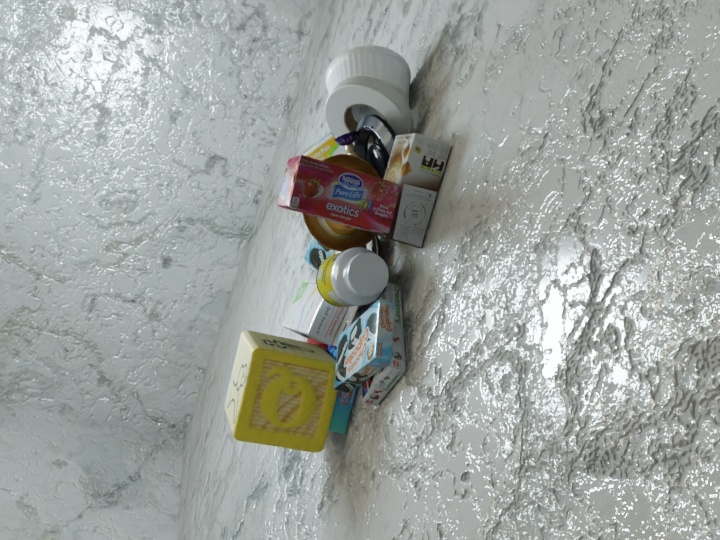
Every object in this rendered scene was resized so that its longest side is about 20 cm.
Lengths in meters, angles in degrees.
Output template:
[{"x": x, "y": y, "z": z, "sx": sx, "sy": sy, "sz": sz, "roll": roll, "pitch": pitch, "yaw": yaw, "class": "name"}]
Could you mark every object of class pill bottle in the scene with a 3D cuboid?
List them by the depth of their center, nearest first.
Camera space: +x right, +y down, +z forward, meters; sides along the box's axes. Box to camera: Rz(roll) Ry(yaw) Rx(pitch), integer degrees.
[{"x": -0.014, "y": 0.014, "z": 1.380, "sx": 0.200, "sy": 0.111, "sz": 0.113, "roll": 165, "pitch": 119, "yaw": -72, "class": "pill bottle"}]

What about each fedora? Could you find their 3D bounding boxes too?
[{"x": -0.023, "y": -0.139, "z": 1.419, "sx": 0.082, "sy": 0.199, "sz": 0.202, "roll": 180, "pitch": 105, "yaw": -70, "class": "fedora"}]

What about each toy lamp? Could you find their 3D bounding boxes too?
[{"x": -0.001, "y": -0.194, "z": 1.501, "sx": 0.202, "sy": 0.058, "sz": 0.058, "roll": 70, "pitch": 164, "yaw": -7, "class": "toy lamp"}]

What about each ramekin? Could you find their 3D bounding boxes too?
[{"x": 0.020, "y": -0.406, "z": 1.606, "sx": 0.201, "sy": 0.199, "sz": 0.098, "roll": 130, "pitch": 143, "yaw": -53, "class": "ramekin"}]

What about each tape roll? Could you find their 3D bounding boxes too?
[{"x": 0.018, "y": -0.330, "z": 1.532, "sx": 0.037, "sy": 0.202, "sz": 0.203, "roll": -61, "pitch": 8, "yaw": -34, "class": "tape roll"}]

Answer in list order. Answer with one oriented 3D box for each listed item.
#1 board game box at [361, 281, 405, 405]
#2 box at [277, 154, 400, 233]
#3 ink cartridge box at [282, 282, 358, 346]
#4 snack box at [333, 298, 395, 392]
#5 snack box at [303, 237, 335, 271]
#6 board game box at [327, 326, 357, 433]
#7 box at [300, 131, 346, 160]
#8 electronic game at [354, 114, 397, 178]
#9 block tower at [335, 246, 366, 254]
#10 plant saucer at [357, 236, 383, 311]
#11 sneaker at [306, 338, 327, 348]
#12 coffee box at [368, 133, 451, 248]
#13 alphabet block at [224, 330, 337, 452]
[{"x": 0.041, "y": 0.138, "z": 1.342, "sx": 0.127, "sy": 0.034, "sz": 0.201, "roll": 123, "pitch": 155, "yaw": -43, "class": "board game box"}, {"x": -0.041, "y": -0.138, "z": 1.282, "sx": 0.100, "sy": 0.198, "sz": 0.096, "roll": -165, "pitch": 89, "yaw": -70, "class": "box"}, {"x": -0.089, "y": 0.095, "z": 1.547, "sx": 0.200, "sy": 0.067, "sz": 0.118, "roll": 4, "pitch": 67, "yaw": 62, "class": "ink cartridge box"}, {"x": 0.005, "y": 0.146, "z": 1.322, "sx": 0.200, "sy": 0.037, "sz": 0.117, "roll": 133, "pitch": 147, "yaw": -54, "class": "snack box"}, {"x": -0.053, "y": -0.072, "z": 1.673, "sx": 0.037, "sy": 0.116, "sz": 0.201, "roll": -25, "pitch": -31, "yaw": -50, "class": "snack box"}, {"x": -0.045, "y": 0.230, "z": 1.515, "sx": 0.152, "sy": 0.045, "sz": 0.202, "roll": -160, "pitch": 84, "yaw": -73, "class": "board game box"}, {"x": -0.063, "y": -0.289, "z": 1.752, "sx": 0.199, "sy": 0.102, "sz": 0.113, "roll": -27, "pitch": 18, "yaw": 40, "class": "box"}, {"x": 0.044, "y": -0.232, "z": 1.492, "sx": 0.200, "sy": 0.041, "sz": 0.201, "roll": 49, "pitch": 151, "yaw": 39, "class": "electronic game"}, {"x": -0.021, "y": -0.105, "z": 1.543, "sx": 0.058, "sy": 0.054, "sz": 0.202, "roll": -34, "pitch": 51, "yaw": 55, "class": "block tower"}, {"x": 0.000, "y": 0.000, "z": 1.550, "sx": 0.200, "sy": 0.032, "sz": 0.202, "roll": -34, "pitch": 51, "yaw": 54, "class": "plant saucer"}, {"x": -0.085, "y": 0.172, "z": 1.685, "sx": 0.200, "sy": 0.078, "sz": 0.117, "roll": -139, "pitch": 49, "yaw": -71, "class": "sneaker"}, {"x": 0.092, "y": -0.154, "z": 1.351, "sx": 0.114, "sy": 0.079, "sz": 0.202, "roll": -155, "pitch": 80, "yaw": -73, "class": "coffee box"}, {"x": -0.169, "y": 0.251, "z": 1.487, "sx": 0.200, "sy": 0.195, "sz": 0.197, "roll": -156, "pitch": 78, "yaw": -73, "class": "alphabet block"}]
